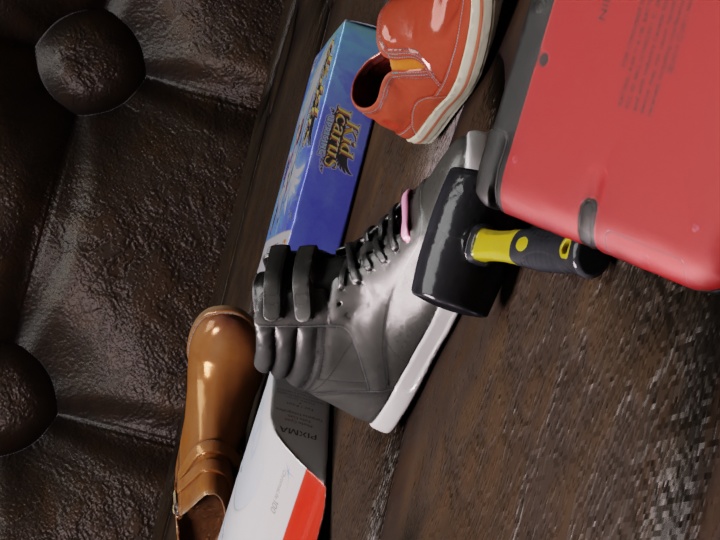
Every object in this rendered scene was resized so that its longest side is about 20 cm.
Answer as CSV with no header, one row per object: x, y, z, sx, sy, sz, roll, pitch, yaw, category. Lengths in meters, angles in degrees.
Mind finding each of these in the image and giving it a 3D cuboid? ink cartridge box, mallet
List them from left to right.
-0.065,0.182,1.338,0.200,0.047,0.160,-85,13,-62,ink cartridge box
0.069,-0.019,0.836,0.200,0.041,0.066,161,126,-75,mallet

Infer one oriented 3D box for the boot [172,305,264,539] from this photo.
-0.129,0.147,1.791,0.155,0.073,0.200,-84,0,-55,boot

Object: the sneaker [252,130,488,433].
0.000,0.000,1.032,0.071,0.099,0.200,-81,11,-48,sneaker

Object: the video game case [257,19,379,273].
-0.031,-0.090,1.623,0.181,0.045,0.201,165,119,-80,video game case

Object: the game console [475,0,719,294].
0.124,-0.101,0.643,0.172,0.118,0.201,25,103,50,game console

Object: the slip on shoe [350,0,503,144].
0.040,-0.135,1.142,0.200,0.061,0.074,124,162,-63,slip on shoe
